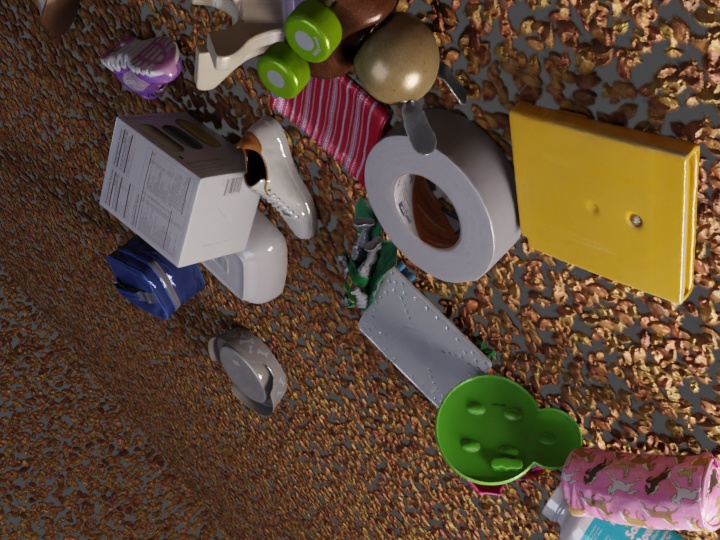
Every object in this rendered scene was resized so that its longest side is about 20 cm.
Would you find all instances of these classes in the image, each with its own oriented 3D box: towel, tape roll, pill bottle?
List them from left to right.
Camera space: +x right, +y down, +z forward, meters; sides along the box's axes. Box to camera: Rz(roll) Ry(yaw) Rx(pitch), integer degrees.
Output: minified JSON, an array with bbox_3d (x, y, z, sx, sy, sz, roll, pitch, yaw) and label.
[{"bbox_3d":[-0.044,-0.211,1.130,0.199,0.022,0.146,42,148,15],"label":"towel"},{"bbox_3d":[0.097,-0.086,1.032,0.199,0.066,0.203,34,146,27],"label":"tape roll"},{"bbox_3d":[0.340,0.357,1.146,0.198,0.110,0.112,35,147,23],"label":"pill bottle"}]

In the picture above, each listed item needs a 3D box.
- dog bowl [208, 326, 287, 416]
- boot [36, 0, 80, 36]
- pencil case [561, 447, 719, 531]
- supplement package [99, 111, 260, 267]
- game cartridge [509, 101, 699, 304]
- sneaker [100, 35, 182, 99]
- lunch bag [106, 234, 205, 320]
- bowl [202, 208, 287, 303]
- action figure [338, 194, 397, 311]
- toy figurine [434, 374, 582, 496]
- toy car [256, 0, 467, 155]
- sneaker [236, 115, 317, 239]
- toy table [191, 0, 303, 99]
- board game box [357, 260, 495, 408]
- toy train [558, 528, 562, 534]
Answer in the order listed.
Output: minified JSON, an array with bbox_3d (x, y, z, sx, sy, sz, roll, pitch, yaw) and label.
[{"bbox_3d":[-0.231,0.205,1.809,0.198,0.058,0.203,34,146,26],"label":"dog bowl"},{"bbox_3d":[-0.531,-0.505,1.434,0.147,0.070,0.200,53,150,7],"label":"boot"},{"bbox_3d":[0.337,0.260,1.043,0.197,0.086,0.085,-9,98,46],"label":"pencil case"},{"bbox_3d":[-0.279,-0.133,1.358,0.198,0.151,0.153,34,119,25],"label":"supplement package"},{"bbox_3d":[0.245,-0.072,0.886,0.198,0.032,0.179,26,142,40],"label":"game cartridge"},{"bbox_3d":[-0.328,-0.311,1.360,0.198,0.080,0.089,21,147,48],"label":"sneaker"},{"bbox_3d":[-0.434,0.007,1.790,0.197,0.132,0.138,16,136,44],"label":"lunch bag"},{"bbox_3d":[-0.221,-0.039,1.511,0.199,0.074,0.202,41,150,17],"label":"bowl"},{"bbox_3d":[0.000,0.000,1.255,0.202,0.053,0.120,104,148,-57],"label":"action figure"},{"bbox_3d":[0.208,0.257,1.234,0.195,0.153,0.185,5,152,12],"label":"toy figurine"},{"bbox_3d":[0.023,-0.220,0.911,0.199,0.166,0.157,41,151,-11],"label":"toy car"},{"bbox_3d":[-0.130,-0.120,1.286,0.072,0.085,0.203,11,133,45],"label":"sneaker"},{"bbox_3d":[-0.132,-0.292,1.011,0.185,0.114,0.204,-121,31,-49],"label":"toy table"},{"bbox_3d":[0.093,0.103,1.286,0.200,0.026,0.201,44,149,11],"label":"board game box"},{"bbox_3d":[0.377,0.438,1.267,0.198,0.034,0.046,29,157,31],"label":"toy train"}]
